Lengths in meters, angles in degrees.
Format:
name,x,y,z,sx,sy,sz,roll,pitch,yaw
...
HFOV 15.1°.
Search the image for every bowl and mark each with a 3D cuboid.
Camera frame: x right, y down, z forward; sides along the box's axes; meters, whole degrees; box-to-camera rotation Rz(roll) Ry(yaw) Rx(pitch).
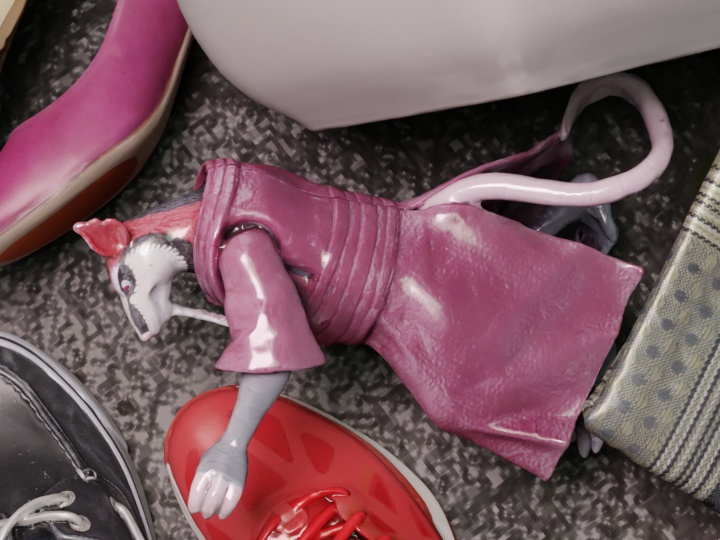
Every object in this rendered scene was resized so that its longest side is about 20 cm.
name,x,y,z,sx,sy,sz,roll,pitch,yaw
bowl,0.055,-0.100,0.925,0.200,0.200,0.075,-16,97,-36

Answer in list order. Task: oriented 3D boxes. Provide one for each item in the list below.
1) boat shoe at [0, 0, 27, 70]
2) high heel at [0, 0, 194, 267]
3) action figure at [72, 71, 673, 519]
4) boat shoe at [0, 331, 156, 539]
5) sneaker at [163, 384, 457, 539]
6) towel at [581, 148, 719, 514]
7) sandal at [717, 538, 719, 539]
name,x,y,z,sx,sy,sz,roll,pitch,yaw
boat shoe,-0.166,-0.074,0.994,0.065,0.072,0.200,19,101,-14
high heel,-0.101,-0.087,1.009,0.096,0.067,0.200,44,66,4
action figure,0.000,0.000,0.934,0.200,0.134,0.149,14,120,-18
boat shoe,-0.108,0.107,0.972,0.072,0.068,0.200,-24,75,0
sneaker,0.005,0.106,0.937,0.200,0.116,0.078,40,84,12
towel,0.197,0.011,0.951,0.192,0.035,0.200,29,86,-11
sandal,0.140,0.193,0.928,0.078,0.070,0.212,-6,77,5
